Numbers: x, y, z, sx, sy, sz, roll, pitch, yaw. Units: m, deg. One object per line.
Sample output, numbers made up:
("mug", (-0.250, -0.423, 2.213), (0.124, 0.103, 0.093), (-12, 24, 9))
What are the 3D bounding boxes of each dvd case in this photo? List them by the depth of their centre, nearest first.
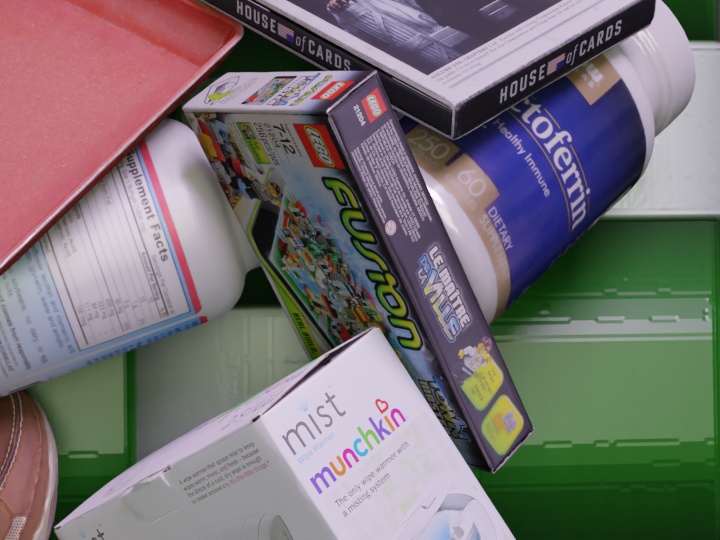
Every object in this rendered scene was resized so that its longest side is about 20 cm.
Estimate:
("dvd case", (0.023, -0.141, 0.838), (0.199, 0.025, 0.150), (33, 49, 33))

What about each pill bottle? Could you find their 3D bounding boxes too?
("pill bottle", (0.078, -0.063, 0.860), (0.200, 0.116, 0.116), (-42, 93, -29))
("pill bottle", (-0.129, -0.013, 0.865), (0.198, 0.109, 0.110), (-20, 91, -7))

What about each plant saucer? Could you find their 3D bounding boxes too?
("plant saucer", (-0.191, -0.089, 0.834), (0.199, 0.037, 0.200), (27, 55, 22))

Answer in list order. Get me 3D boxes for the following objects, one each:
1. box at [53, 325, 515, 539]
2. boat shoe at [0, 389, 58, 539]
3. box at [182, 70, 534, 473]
("box", (-0.031, 0.151, 0.821), (0.097, 0.200, 0.177), (-34, 91, -43))
("boat shoe", (-0.207, 0.138, 0.836), (0.075, 0.072, 0.201), (-8, 53, 24))
("box", (0.000, 0.000, 0.797), (0.035, 0.110, 0.201), (-41, 119, -30))
